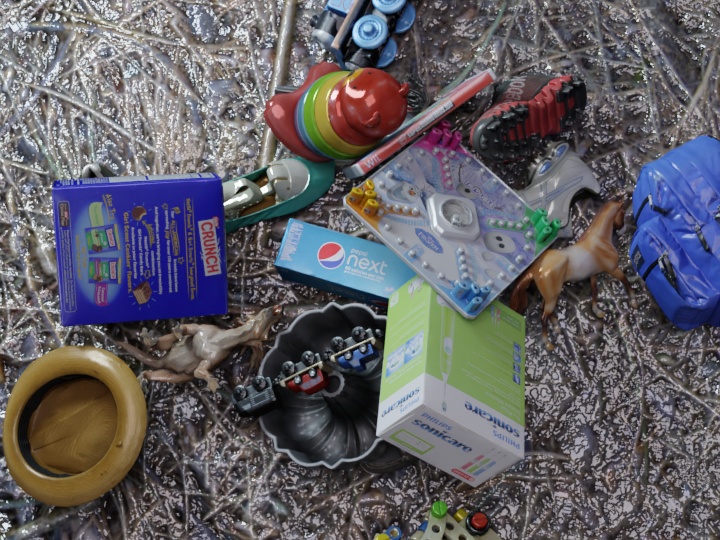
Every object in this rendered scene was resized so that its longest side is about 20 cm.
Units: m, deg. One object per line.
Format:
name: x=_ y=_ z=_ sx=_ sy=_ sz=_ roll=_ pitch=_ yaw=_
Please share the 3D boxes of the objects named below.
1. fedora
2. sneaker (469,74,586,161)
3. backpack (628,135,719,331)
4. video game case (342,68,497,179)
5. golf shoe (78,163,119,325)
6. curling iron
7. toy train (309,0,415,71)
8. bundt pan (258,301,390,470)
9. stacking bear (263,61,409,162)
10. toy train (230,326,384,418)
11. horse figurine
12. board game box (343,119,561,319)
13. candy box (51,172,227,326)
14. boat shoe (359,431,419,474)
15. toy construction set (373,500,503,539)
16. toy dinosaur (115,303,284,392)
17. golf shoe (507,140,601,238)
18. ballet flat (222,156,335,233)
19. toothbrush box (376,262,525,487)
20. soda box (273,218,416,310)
fedora: x=-0.330 y=0.187 z=1.721 sx=0.199 sy=0.082 sz=0.202 roll=-4 pitch=79 yaw=21
sneaker: x=0.187 y=-0.187 z=1.755 sx=0.098 sy=0.071 sz=0.200 roll=16 pitch=35 yaw=40
backpack: x=0.397 y=-0.047 z=1.686 sx=0.167 sy=0.163 sz=0.201 roll=-24 pitch=73 yaw=-12
video game case: x=0.069 y=-0.177 z=1.760 sx=0.200 sy=0.143 sz=0.017 roll=-36 pitch=96 yaw=-5
golf shoe: x=-0.324 y=-0.034 z=1.783 sx=0.077 sy=0.088 sz=0.201 roll=-10 pitch=77 yaw=0
curling iron: x=-0.010 y=-0.226 z=1.834 sx=0.199 sy=0.026 sz=0.050 roll=2 pitch=106 yaw=7
toy train: x=0.013 y=-0.348 z=1.839 sx=0.114 sy=0.087 sz=0.201 roll=24 pitch=81 yaw=19
bundt pan: x=-0.019 y=0.144 z=1.701 sx=0.201 sy=0.076 sz=0.203 roll=-10 pitch=66 yaw=22
stacking bear: x=-0.012 y=-0.190 z=1.712 sx=0.121 sy=0.200 sz=0.114 roll=-39 pitch=105 yaw=-21
toy train: x=-0.059 y=0.120 z=1.666 sx=0.199 sy=0.034 sz=0.046 roll=-27 pitch=64 yaw=13
horse figurine: x=0.251 y=0.010 z=1.712 sx=0.199 sy=0.050 sz=0.133 roll=-23 pitch=112 yaw=-19
board game box: x=0.111 y=-0.065 z=1.656 sx=0.200 sy=0.026 sz=0.200 roll=42 pitch=49 yaw=9
candy box: x=-0.261 y=-0.027 z=1.719 sx=0.199 sy=0.077 sz=0.170 roll=-3 pitch=103 yaw=-10
boat shoe: x=0.084 y=0.177 z=1.714 sx=0.199 sy=0.057 sz=0.067 roll=-28 pitch=76 yaw=-3
toy construction set: x=0.115 y=0.349 z=1.652 sx=0.131 sy=0.092 sz=0.200 roll=-37 pitch=83 yaw=-30
toy dinosaur: x=-0.191 y=0.100 z=1.735 sx=0.199 sy=0.135 sz=0.086 roll=-10 pitch=90 yaw=28
golf shoe: x=0.211 y=-0.061 z=1.757 sx=0.097 sy=0.078 sz=0.200 roll=41 pitch=83 yaw=6
ballet flat: x=-0.122 y=-0.097 z=1.790 sx=0.199 sy=0.070 sz=0.068 roll=-24 pitch=71 yaw=-2
toothbrush box: x=0.104 y=0.115 z=1.610 sx=0.145 sy=0.086 sz=0.201 roll=29 pitch=43 yaw=-25
soda box: x=0.000 y=0.000 z=1.758 sx=0.199 sy=0.068 sz=0.065 roll=17 pitch=77 yaw=8
